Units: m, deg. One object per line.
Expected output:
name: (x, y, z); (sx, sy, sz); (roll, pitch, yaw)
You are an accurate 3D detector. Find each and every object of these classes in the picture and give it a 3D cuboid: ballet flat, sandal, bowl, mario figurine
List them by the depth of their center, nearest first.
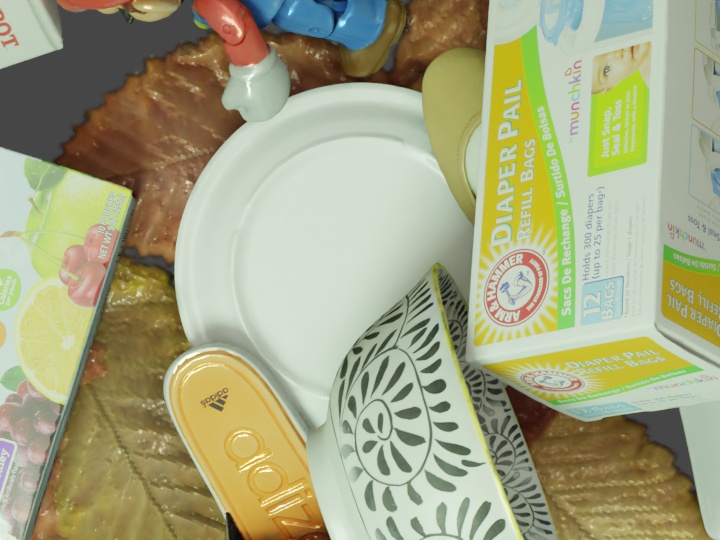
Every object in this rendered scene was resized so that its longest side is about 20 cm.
bowl: (0.031, 0.105, 1.174); (0.094, 0.201, 0.201); (-20, 91, 7)
ballet flat: (0.095, -0.025, 1.227); (0.069, 0.063, 0.200); (-29, 102, -8)
mario figurine: (-0.084, -0.150, 1.228); (0.200, 0.123, 0.106); (9, 115, -30)
sandal: (-0.040, 0.133, 1.239); (0.079, 0.059, 0.207); (-31, 110, 14)

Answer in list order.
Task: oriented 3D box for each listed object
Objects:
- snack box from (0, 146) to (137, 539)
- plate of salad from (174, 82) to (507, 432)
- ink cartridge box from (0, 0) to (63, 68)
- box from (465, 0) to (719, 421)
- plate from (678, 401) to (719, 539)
snack box: (-0.216, 0.031, 1.261); (0.142, 0.053, 0.200); (17, 90, -1)
plate of salad: (0.000, 0.000, 1.269); (0.200, 0.048, 0.200); (0, 90, -7)
ink cartridge box: (-0.268, -0.152, 1.200); (0.200, 0.146, 0.085); (-20, 55, 1)
box: (0.128, -0.039, 1.141); (0.112, 0.101, 0.200); (-14, 62, 38)
plate: (0.261, 0.075, 1.205); (0.200, 0.200, 0.032); (5, 46, 26)
